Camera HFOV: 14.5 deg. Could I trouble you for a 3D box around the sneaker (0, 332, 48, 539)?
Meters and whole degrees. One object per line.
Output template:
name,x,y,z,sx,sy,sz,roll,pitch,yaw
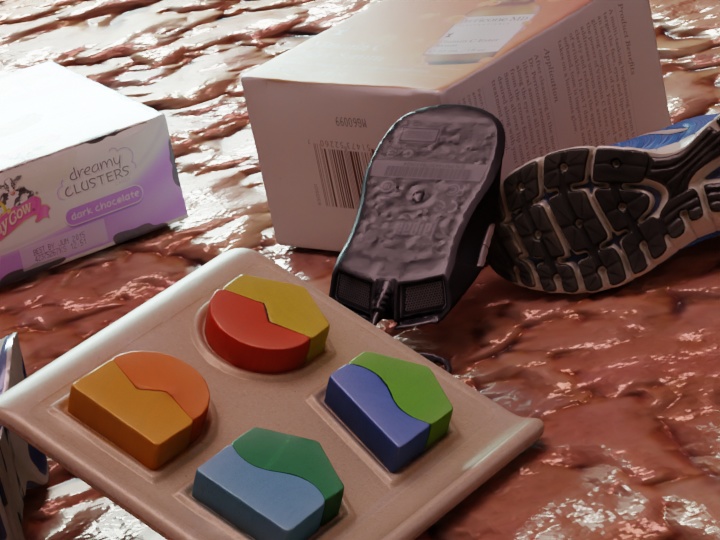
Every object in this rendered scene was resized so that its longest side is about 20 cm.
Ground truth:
sneaker,-0.214,0.096,1.323,0.115,0.081,0.200,-9,23,4

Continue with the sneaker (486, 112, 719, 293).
sneaker,0.159,-0.038,1.488,0.199,0.079,0.089,-15,-3,10

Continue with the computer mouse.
computer mouse,0.000,0.000,1.449,0.140,0.046,0.200,-1,50,21

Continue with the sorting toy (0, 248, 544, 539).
sorting toy,-0.042,0.063,1.285,0.200,0.037,0.185,28,39,25

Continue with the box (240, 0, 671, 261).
box,0.058,-0.094,1.622,0.152,0.107,0.200,6,28,40

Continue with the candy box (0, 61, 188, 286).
candy box,-0.223,-0.057,1.737,0.167,0.072,0.200,-20,21,-20
